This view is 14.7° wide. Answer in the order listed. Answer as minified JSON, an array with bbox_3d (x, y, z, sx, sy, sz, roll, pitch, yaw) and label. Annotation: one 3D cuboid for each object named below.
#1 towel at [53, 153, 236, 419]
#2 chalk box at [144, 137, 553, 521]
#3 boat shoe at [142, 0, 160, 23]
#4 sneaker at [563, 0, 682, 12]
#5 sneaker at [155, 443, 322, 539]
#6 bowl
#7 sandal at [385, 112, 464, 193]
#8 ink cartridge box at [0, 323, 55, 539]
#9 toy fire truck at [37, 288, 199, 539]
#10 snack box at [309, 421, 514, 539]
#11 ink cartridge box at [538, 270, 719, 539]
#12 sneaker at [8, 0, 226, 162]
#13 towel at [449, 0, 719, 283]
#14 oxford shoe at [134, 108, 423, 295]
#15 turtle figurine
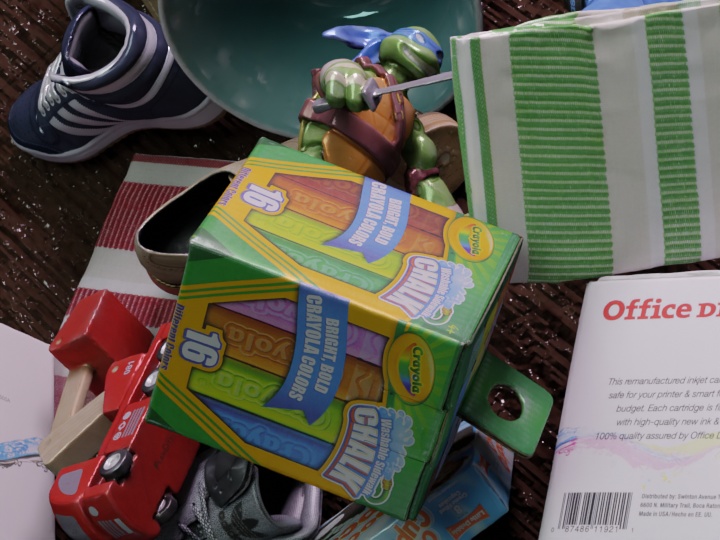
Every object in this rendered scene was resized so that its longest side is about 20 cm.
[{"bbox_3d":[-0.128,0.020,1.785,0.144,0.023,0.200,7,68,39],"label":"towel"},{"bbox_3d":[0.007,0.038,1.477,0.200,0.124,0.125,20,32,5],"label":"chalk box"},{"bbox_3d":[-0.136,-0.218,1.803,0.072,0.200,0.065,-9,33,19],"label":"boat shoe"},{"bbox_3d":[0.145,-0.137,1.603,0.111,0.077,0.200,14,38,44],"label":"sneaker"},{"bbox_3d":[-0.095,0.157,1.609,0.200,0.075,0.114,-53,23,-25],"label":"sneaker"},{"bbox_3d":[-0.019,-0.188,1.728,0.201,0.201,0.105,-19,38,25],"label":"bowl"},{"bbox_3d":[-0.003,-0.003,1.671,0.212,0.078,0.070,-46,39,-1],"label":"sandal"},{"bbox_3d":[-0.288,0.135,1.737,0.147,0.145,0.200,-27,53,34],"label":"ink cartridge box"},{"bbox_3d":[-0.147,0.087,1.655,0.141,0.049,0.200,-19,35,39],"label":"toy fire truck"},{"bbox_3d":[-0.002,0.162,1.564,0.200,0.037,0.116,-37,7,11],"label":"snack box"},{"bbox_3d":[0.183,0.107,1.481,0.145,0.084,0.200,-3,64,34],"label":"ink cartridge box"},{"bbox_3d":[-0.185,-0.127,1.823,0.200,0.108,0.070,-9,67,41],"label":"sneaker"},{"bbox_3d":[0.152,-0.074,1.515,0.200,0.153,0.023,-10,18,-10],"label":"towel"},{"bbox_3d":[-0.046,-0.044,1.706,0.200,0.075,0.071,-29,76,2],"label":"oxford shoe"},{"bbox_3d":[0.010,-0.046,1.586,0.200,0.144,0.194,36,85,23],"label":"turtle figurine"}]
